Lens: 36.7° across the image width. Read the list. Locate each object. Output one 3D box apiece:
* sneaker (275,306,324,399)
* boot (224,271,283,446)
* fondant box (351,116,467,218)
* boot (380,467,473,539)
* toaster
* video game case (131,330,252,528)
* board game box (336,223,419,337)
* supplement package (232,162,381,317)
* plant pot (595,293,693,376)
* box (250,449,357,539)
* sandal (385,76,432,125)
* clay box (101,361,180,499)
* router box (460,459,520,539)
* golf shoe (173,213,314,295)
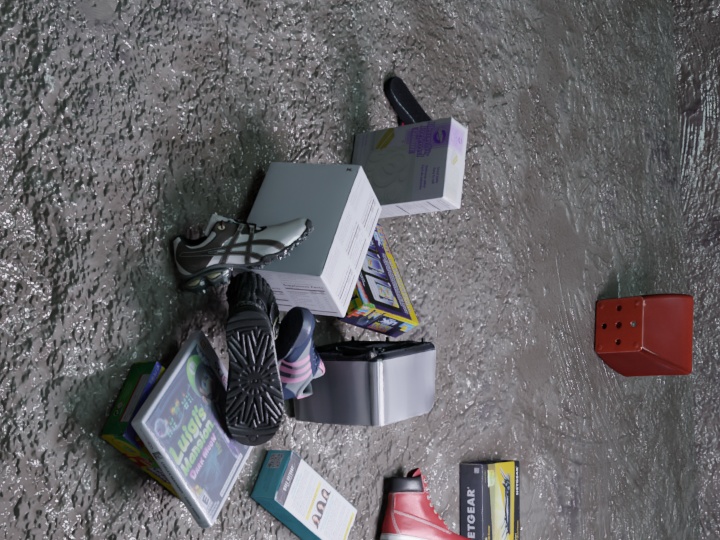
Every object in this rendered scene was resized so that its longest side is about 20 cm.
[{"bbox_3d":[-0.085,0.121,1.583,0.082,0.200,0.070,7,52,-17],"label":"sneaker"},{"bbox_3d":[-0.149,0.120,1.512,0.158,0.079,0.212,-111,-158,-71],"label":"boot"},{"bbox_3d":[0.077,-0.169,1.829,0.058,0.200,0.145,28,64,-50],"label":"fondant box"},{"bbox_3d":[0.129,0.429,1.923,0.200,0.072,0.145,20,67,-30],"label":"boot"},{"bbox_3d":[0.001,0.171,1.704,0.200,0.181,0.119,-5,92,-56],"label":"toaster"},{"bbox_3d":[-0.211,0.207,1.444,0.182,0.023,0.200,62,29,-23],"label":"video game case"},{"bbox_3d":[0.000,0.000,1.759,0.165,0.057,0.200,22,41,-53],"label":"board game box"},{"bbox_3d":[-0.080,-0.049,1.619,0.111,0.155,0.200,62,39,-50],"label":"supplement package"},{"bbox_3d":[0.686,0.148,2.683,0.176,0.200,0.201,16,73,-41],"label":"plant pot"},{"bbox_3d":[-0.084,0.361,1.678,0.200,0.049,0.082,51,48,-39],"label":"box"},{"bbox_3d":[0.099,-0.268,2.015,0.200,0.045,0.075,55,38,-16],"label":"sandal"},{"bbox_3d":[-0.249,0.223,1.459,0.200,0.048,0.115,49,47,-39],"label":"clay box"},{"bbox_3d":[0.258,0.478,2.149,0.157,0.052,0.201,8,80,-54],"label":"router box"},{"bbox_3d":[-0.164,-0.043,1.502,0.078,0.200,0.095,-134,-160,-81],"label":"golf shoe"}]
